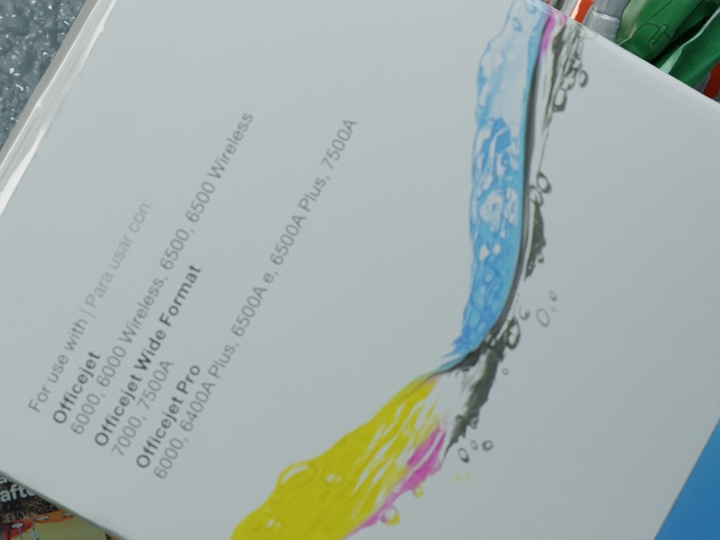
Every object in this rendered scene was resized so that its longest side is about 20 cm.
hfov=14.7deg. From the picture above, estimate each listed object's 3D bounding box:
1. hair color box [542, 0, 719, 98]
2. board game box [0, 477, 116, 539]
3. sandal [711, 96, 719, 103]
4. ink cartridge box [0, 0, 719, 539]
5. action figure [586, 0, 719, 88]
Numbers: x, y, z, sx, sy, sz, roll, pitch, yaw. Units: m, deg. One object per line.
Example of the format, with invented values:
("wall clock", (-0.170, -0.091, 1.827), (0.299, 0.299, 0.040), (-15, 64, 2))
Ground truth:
("hair color box", (0.113, -0.127, 0.969), (0.201, 0.064, 0.111), (-62, 8, -14))
("board game box", (-0.101, 0.114, 0.824), (0.097, 0.159, 0.201), (142, 116, -71))
("sandal", (0.050, 0.028, 0.869), (0.206, 0.059, 0.079), (-39, 2, 6))
("ink cartridge box", (0.011, 0.008, 0.643), (0.145, 0.199, 0.147), (-61, 8, 1))
("action figure", (0.092, -0.077, 0.839), (0.200, 0.055, 0.118), (-46, 2, 18))
